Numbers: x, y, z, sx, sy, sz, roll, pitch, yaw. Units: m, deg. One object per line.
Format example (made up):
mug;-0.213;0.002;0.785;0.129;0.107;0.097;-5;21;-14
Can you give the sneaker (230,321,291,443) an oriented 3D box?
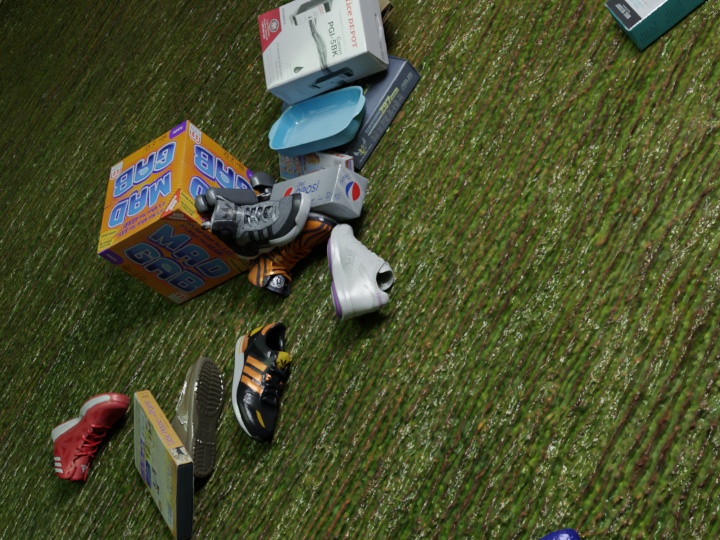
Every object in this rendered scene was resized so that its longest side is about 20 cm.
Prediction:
sneaker;-0.146;0.165;1.551;0.090;0.070;0.202;-32;43;25

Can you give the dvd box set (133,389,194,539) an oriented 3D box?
dvd box set;-0.309;0.301;1.571;0.200;0.029;0.148;41;134;49

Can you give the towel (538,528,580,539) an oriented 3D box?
towel;0.215;0.396;1.086;0.147;0.050;0.201;-34;43;9

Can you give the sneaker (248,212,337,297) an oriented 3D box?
sneaker;-0.113;-0.019;1.657;0.199;0.077;0.113;-23;52;45

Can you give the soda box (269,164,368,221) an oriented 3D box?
soda box;-0.075;-0.116;1.658;0.199;0.063;0.069;-10;62;52

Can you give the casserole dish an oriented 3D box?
casserole dish;-0.068;-0.247;1.704;0.198;0.039;0.122;-10;46;35

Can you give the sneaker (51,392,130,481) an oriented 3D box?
sneaker;-0.467;0.302;1.758;0.199;0.078;0.117;-38;50;33

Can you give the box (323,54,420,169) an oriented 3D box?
box;-0.006;-0.286;1.758;0.157;0.051;0.201;26;81;48

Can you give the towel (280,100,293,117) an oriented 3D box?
towel;-0.085;-0.379;1.851;0.200;0.024;0.148;-50;22;30

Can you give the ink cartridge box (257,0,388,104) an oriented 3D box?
ink cartridge box;-0.065;-0.390;1.710;0.198;0.083;0.149;-16;73;24

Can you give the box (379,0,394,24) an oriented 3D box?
box;-0.009;-0.431;1.822;0.164;0.021;0.200;-50;19;12

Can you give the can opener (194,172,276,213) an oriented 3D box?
can opener;-0.210;-0.135;1.734;0.053;0.199;0.068;-27;78;31

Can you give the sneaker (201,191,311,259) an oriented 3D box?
sneaker;-0.172;-0.084;1.608;0.199;0.113;0.076;-27;48;43

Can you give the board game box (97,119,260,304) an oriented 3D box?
board game box;-0.317;-0.099;1.793;0.199;0.199;0.202;-24;48;28

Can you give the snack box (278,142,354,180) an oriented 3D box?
snack box;-0.078;-0.177;1.734;0.024;0.073;0.199;-19;27;-33

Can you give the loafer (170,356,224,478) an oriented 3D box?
loafer;-0.268;0.234;1.609;0.067;0.076;0.202;-16;53;29

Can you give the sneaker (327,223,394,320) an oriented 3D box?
sneaker;0.000;0.000;1.553;0.098;0.075;0.201;-9;42;0

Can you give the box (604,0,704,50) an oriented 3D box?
box;0.454;-0.410;1.430;0.199;0.049;0.083;-38;43;15
